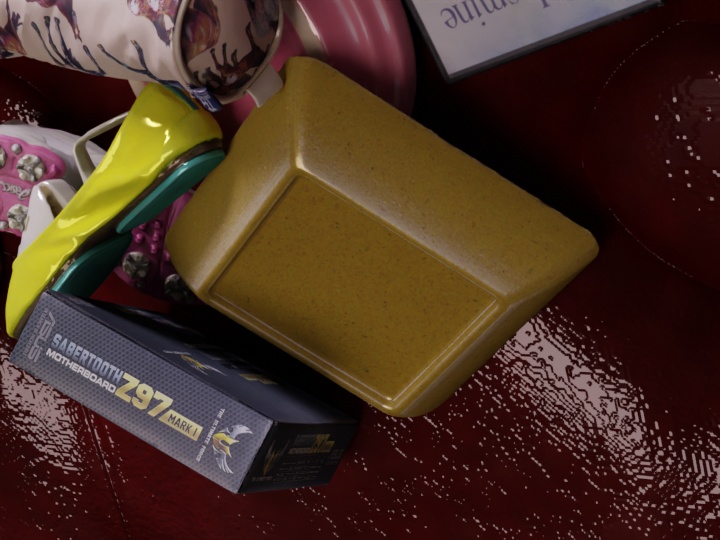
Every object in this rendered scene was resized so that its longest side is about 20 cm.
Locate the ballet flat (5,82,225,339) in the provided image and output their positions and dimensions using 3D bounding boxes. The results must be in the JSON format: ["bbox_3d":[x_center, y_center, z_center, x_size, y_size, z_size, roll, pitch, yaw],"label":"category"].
[{"bbox_3d":[-0.154,-0.038,1.063,0.200,0.067,0.067,-42,81,32],"label":"ballet flat"}]

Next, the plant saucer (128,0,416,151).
[{"bbox_3d":[-0.065,-0.125,1.035,0.200,0.051,0.201,20,131,25],"label":"plant saucer"}]

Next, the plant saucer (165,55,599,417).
[{"bbox_3d":[0.000,0.000,1.032,0.199,0.049,0.200,31,139,-9],"label":"plant saucer"}]

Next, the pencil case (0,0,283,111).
[{"bbox_3d":[-0.134,-0.138,0.982,0.199,0.078,0.090,15,134,37],"label":"pencil case"}]

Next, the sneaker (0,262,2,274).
[{"bbox_3d":[-0.301,0.031,1.284,0.077,0.073,0.201,36,129,23],"label":"sneaker"}]

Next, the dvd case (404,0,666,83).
[{"bbox_3d":[0.057,-0.204,0.936,0.142,0.018,0.201,-17,107,38],"label":"dvd case"}]

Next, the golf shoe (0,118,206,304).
[{"bbox_3d":[-0.152,-0.044,1.144,0.199,0.092,0.076,25,110,-8],"label":"golf shoe"}]

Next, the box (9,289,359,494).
[{"bbox_3d":[-0.098,0.074,1.096,0.157,0.200,0.051,29,93,15],"label":"box"}]
